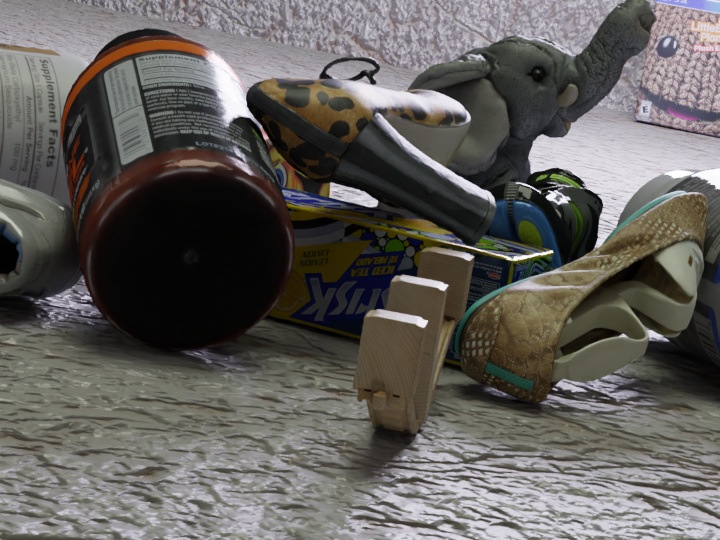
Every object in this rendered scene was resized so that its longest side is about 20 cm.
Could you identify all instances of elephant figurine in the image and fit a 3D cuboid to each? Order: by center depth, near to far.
[{"bbox_3d":[0.093,-0.102,1.388,0.154,0.202,0.141,5,11,-24],"label":"elephant figurine"}]

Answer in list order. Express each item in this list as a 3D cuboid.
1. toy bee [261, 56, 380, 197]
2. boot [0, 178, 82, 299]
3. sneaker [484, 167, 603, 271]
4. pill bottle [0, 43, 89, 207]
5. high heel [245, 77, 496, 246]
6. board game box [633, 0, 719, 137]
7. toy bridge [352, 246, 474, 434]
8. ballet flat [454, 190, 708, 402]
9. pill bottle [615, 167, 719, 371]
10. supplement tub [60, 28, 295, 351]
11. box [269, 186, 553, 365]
[{"bbox_3d":[-0.066,-0.062,1.363,0.130,0.110,0.200,-3,-12,-20],"label":"toy bee"},{"bbox_3d":[-0.241,-0.033,1.023,0.198,0.074,0.096,13,3,11],"label":"boot"},{"bbox_3d":[0.101,-0.025,1.196,0.070,0.084,0.200,12,-5,17],"label":"sneaker"},{"bbox_3d":[-0.206,-0.075,1.185,0.198,0.116,0.114,5,11,-29],"label":"pill bottle"},{"bbox_3d":[-0.010,-0.086,1.097,0.142,0.072,0.200,28,11,-20],"label":"high heel"},{"bbox_3d":[0.516,-0.314,3.065,0.158,0.202,0.097,11,9,14],"label":"board game box"},{"bbox_3d":[0.022,0.037,0.903,0.027,0.068,0.200,11,11,8],"label":"toy bridge"},{"bbox_3d":[0.134,0.019,1.051,0.199,0.071,0.065,-30,52,-35],"label":"ballet flat"},{"bbox_3d":[0.225,0.002,1.176,0.113,0.115,0.200,7,10,-15],"label":"pill bottle"},{"bbox_3d":[-0.099,-0.052,1.036,0.106,0.108,0.200,7,28,-16],"label":"supplement tub"},{"bbox_3d":[0.000,0.000,1.111,0.198,0.065,0.070,15,10,24],"label":"box"}]
